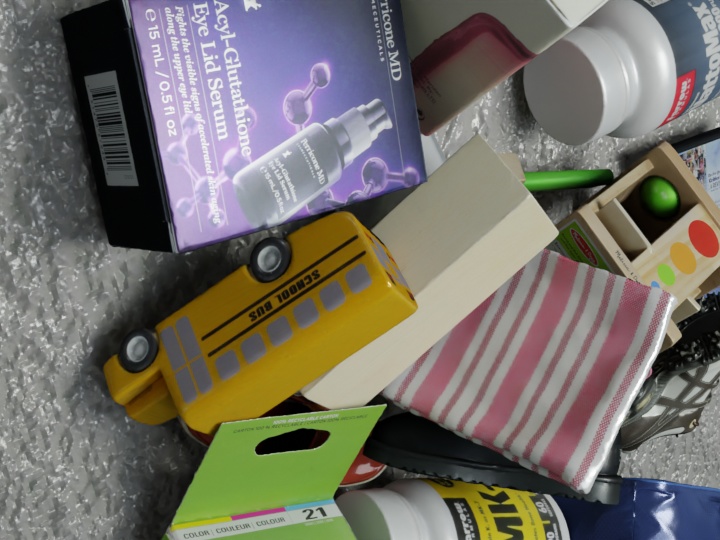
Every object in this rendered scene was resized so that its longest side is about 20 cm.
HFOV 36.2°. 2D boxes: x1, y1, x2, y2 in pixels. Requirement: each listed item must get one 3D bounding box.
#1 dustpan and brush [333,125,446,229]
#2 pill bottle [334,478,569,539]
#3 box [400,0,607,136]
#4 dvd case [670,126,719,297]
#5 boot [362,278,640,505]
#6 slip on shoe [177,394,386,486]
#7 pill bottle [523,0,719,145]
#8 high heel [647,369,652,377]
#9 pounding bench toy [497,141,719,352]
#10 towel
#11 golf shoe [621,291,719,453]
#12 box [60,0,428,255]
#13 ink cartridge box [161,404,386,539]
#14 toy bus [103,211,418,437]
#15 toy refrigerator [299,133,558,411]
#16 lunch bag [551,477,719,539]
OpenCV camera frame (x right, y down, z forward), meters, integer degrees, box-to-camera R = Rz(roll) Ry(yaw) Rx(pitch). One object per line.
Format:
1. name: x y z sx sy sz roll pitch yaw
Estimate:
1. dustpan and brush: 0.000 0.000 0.836 0.201 0.057 0.140 -54 138 -22
2. pill bottle: 0.070 0.229 0.904 0.198 0.114 0.117 8 97 -40
3. box: 0.092 -0.195 0.738 0.128 0.200 0.109 -42 96 -25
4. dvd case: 0.329 -0.032 1.056 0.141 0.017 0.204 -19 114 -33
5. boot: 0.108 0.075 0.819 0.076 0.196 0.172 40 57 -76
6. slip on shoe: -0.045 0.124 0.820 0.198 0.061 0.075 25 84 -41
7. pill bottle: 0.237 -0.180 0.927 0.198 0.119 0.122 -27 117 -30
8. high heel: 0.157 0.100 0.951 0.197 0.095 0.069 -12 110 -36
9. pounding bench toy: 0.203 -0.037 0.924 0.155 0.124 0.201 -34 86 -36
10. towel: 0.102 0.049 0.768 0.148 0.198 0.030 -63 149 -8
11. golf shoe: 0.299 0.096 1.021 0.198 0.078 0.095 -33 125 12
12. box: -0.069 -0.107 0.700 0.198 0.104 0.151 -19 104 -33
13. ink cartridge box: -0.059 0.195 0.765 0.146 0.076 0.202 0 130 -38
14. toy bus: -0.067 0.043 0.712 0.198 0.079 0.065 -34 153 10
15. toy refrigerator: 0.033 0.005 0.759 0.200 0.070 0.076 -42 150 8
16. lunch bag: 0.218 0.254 0.983 0.134 0.198 0.135 15 74 -37
